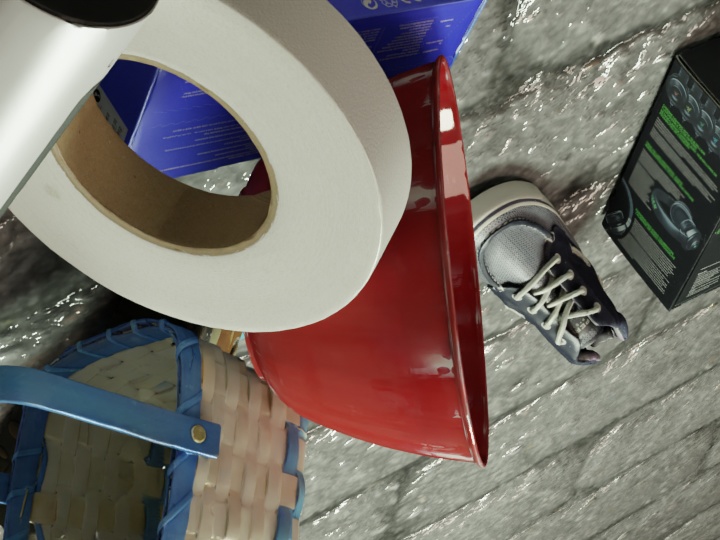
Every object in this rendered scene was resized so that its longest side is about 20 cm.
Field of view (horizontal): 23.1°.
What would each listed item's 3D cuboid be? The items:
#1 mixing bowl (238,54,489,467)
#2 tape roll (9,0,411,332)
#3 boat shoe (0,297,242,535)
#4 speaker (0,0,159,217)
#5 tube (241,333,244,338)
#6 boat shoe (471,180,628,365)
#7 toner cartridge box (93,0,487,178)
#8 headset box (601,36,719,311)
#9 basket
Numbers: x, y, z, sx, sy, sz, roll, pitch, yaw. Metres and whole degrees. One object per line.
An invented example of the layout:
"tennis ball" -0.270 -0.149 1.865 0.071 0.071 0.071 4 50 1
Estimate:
"mixing bowl" 0.000 0.000 0.864 0.107 0.202 0.200 -5 156 7
"tape roll" -0.077 -0.056 0.724 0.204 0.201 0.037 108 9 -52
"boat shoe" -0.137 0.083 1.031 0.200 0.076 0.074 -44 157 19
"speaker" -0.154 -0.060 0.656 0.081 0.082 0.200 -8 152 -45
"tube" -0.037 -0.016 1.025 0.077 0.051 0.200 -19 155 -25
"boat shoe" 0.131 0.006 1.217 0.075 0.093 0.200 -42 155 12
"toner cartridge box" -0.037 -0.103 0.871 0.199 0.043 0.095 -15 149 -38
"headset box" 0.286 -0.090 1.249 0.173 0.093 0.201 -23 152 -25
"basket" -0.134 0.095 0.877 0.199 0.140 0.176 22 153 -32
